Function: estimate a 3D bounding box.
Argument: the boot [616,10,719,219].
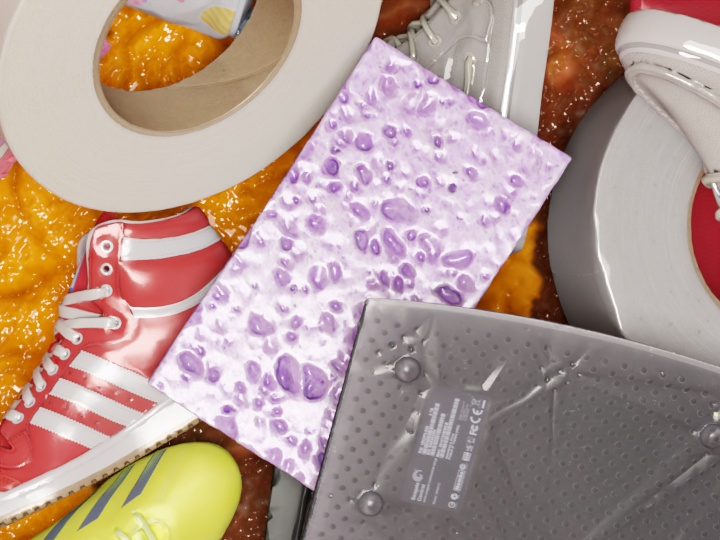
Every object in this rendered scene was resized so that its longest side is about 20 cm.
[{"bbox_3d":[0.189,-0.033,1.172,0.200,0.074,0.096,30,75,-14],"label":"boot"}]

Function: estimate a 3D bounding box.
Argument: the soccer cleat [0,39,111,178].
[{"bbox_3d":[-0.162,-0.091,1.215,0.076,0.067,0.200,11,122,-24],"label":"soccer cleat"}]

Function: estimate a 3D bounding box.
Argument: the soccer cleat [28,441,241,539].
[{"bbox_3d":[-0.141,0.151,1.226,0.200,0.084,0.065,-32,90,-6],"label":"soccer cleat"}]

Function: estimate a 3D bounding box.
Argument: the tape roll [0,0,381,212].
[{"bbox_3d":[-0.082,-0.116,1.181,0.203,0.203,0.037,-33,51,-6],"label":"tape roll"}]

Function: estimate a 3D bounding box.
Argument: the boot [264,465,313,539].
[{"bbox_3d":[0.032,0.162,1.243,0.168,0.076,0.200,8,80,-1],"label":"boot"}]

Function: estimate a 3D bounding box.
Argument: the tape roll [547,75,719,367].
[{"bbox_3d":[0.196,-0.018,1.255,0.200,0.066,0.201,1,86,-17],"label":"tape roll"}]

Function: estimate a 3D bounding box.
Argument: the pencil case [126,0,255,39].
[{"bbox_3d":[-0.139,-0.175,1.244,0.200,0.083,0.091,14,102,-4],"label":"pencil case"}]

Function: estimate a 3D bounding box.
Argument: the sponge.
[{"bbox_3d":[0.000,0.000,1.211,0.112,0.030,0.200,33,86,-1],"label":"sponge"}]

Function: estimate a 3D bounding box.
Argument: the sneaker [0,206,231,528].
[{"bbox_3d":[-0.140,0.045,1.238,0.200,0.071,0.113,-30,94,-13],"label":"sneaker"}]

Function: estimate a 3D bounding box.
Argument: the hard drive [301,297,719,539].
[{"bbox_3d":[0.080,0.087,1.178,0.200,0.042,0.135,12,101,-11],"label":"hard drive"}]

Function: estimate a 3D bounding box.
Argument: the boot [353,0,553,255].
[{"bbox_3d":[0.040,-0.108,1.259,0.095,0.074,0.200,5,86,-8],"label":"boot"}]

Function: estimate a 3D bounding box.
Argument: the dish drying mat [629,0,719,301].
[{"bbox_3d":[0.174,-0.042,1.296,0.077,0.018,0.200,0,86,-8],"label":"dish drying mat"}]
